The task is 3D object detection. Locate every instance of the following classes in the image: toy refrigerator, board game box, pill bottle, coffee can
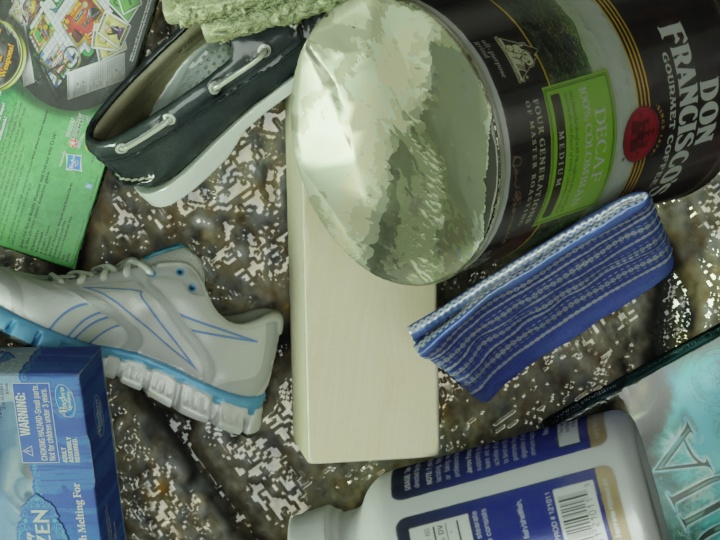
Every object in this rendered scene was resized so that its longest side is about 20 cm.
[{"bbox_3d":[0.000,0.000,1.392,0.075,0.070,0.202,-3,98,-9],"label":"toy refrigerator"},{"bbox_3d":[-0.228,0.140,1.370,0.197,0.043,0.202,-1,110,14],"label":"board game box"},{"bbox_3d":[0.067,0.155,1.378,0.198,0.116,0.117,-15,100,8],"label":"pill bottle"},{"bbox_3d":[-0.178,-0.111,1.395,0.104,0.023,0.202,18,99,-6],"label":"board game box"},{"bbox_3d":[0.083,-0.086,1.292,0.199,0.146,0.148,-19,104,-42],"label":"coffee can"},{"bbox_3d":[0.208,0.143,1.443,0.135,0.028,0.201,-29,99,4],"label":"board game box"}]

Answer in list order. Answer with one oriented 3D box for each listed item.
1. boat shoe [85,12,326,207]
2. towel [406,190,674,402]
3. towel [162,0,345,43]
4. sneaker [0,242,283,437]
[{"bbox_3d":[-0.067,-0.122,1.360,0.200,0.076,0.060,-49,127,3],"label":"boat shoe"},{"bbox_3d":[0.102,0.017,1.340,0.144,0.200,0.024,-33,77,4],"label":"towel"},{"bbox_3d":[-0.016,-0.205,1.336,0.198,0.037,0.149,-13,63,3],"label":"towel"},{"bbox_3d":[-0.133,0.018,1.392,0.199,0.075,0.087,22,93,-21],"label":"sneaker"}]
